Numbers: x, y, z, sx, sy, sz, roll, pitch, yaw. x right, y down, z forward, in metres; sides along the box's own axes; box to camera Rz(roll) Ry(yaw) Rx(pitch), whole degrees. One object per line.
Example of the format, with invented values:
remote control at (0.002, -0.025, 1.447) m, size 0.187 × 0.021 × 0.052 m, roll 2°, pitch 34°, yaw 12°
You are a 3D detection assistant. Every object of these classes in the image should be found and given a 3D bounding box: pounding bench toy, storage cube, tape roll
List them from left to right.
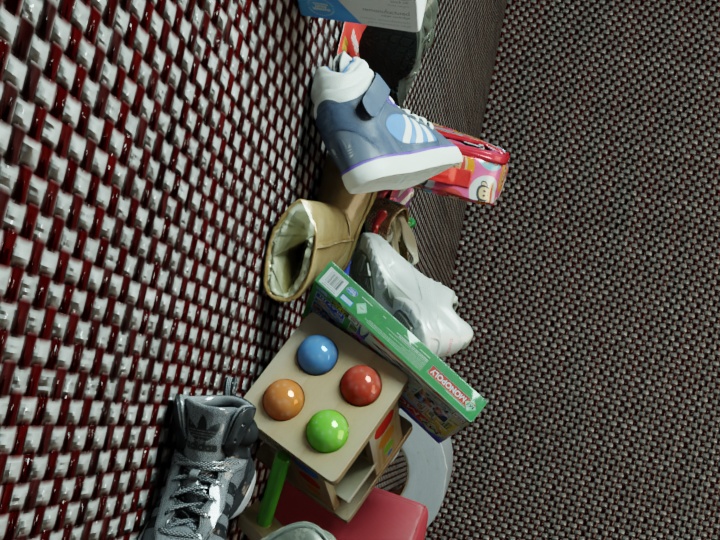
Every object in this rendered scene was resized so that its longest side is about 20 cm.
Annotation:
pounding bench toy at (-0.053, 0.174, 1.000) m, size 0.201 × 0.123 × 0.157 m, roll -52°, pitch 159°, yaw -20°
storage cube at (-0.035, 0.357, 1.131) m, size 0.181 × 0.196 × 0.173 m, roll -58°, pitch 159°, yaw -47°
tape roll at (0.014, 0.236, 1.251) m, size 0.066 × 0.196 × 0.205 m, roll -32°, pitch 132°, yaw -75°

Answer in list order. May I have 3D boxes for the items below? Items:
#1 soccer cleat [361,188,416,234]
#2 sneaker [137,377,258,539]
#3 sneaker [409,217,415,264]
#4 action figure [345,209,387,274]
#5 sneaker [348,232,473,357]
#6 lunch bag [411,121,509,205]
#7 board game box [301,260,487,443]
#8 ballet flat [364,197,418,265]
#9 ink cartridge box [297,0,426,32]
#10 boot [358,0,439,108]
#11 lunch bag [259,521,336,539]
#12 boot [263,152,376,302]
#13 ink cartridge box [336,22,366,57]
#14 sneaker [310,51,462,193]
soccer cleat at (0.032, -0.093, 1.404) m, size 0.073 × 0.067 × 0.204 m, roll 35°, pitch 66°, yaw -66°
sneaker at (-0.124, 0.160, 0.757) m, size 0.201 × 0.074 × 0.116 m, roll -72°, pitch 169°, yaw -65°
sneaker at (0.034, 0.009, 1.458) m, size 0.074 × 0.082 × 0.204 m, roll 13°, pitch 88°, yaw -80°
action figure at (0.000, 0.000, 1.221) m, size 0.099 × 0.064 × 0.204 m, roll 115°, pitch -16°, yaw -61°
sneaker at (0.055, 0.031, 1.118) m, size 0.201 × 0.098 × 0.079 m, roll 58°, pitch -43°, yaw 42°
lunch bag at (0.083, -0.136, 1.254) m, size 0.176 × 0.196 × 0.084 m, roll -41°, pitch 146°, yaw -75°
board game box at (0.028, 0.086, 1.014) m, size 0.029 × 0.199 × 0.135 m, roll -46°, pitch 174°, yaw -20°
ballet flat at (0.049, 0.005, 1.339) m, size 0.070 × 0.064 × 0.204 m, roll -25°, pitch 109°, yaw -50°
ink cartridge box at (-0.004, -0.287, 0.827) m, size 0.201 × 0.114 × 0.069 m, roll 75°, pitch 27°, yaw -67°
boot at (0.052, -0.277, 1.164) m, size 0.200 × 0.067 × 0.132 m, roll 101°, pitch 14°, yaw -71°
lunch bag at (-0.077, 0.308, 0.820) m, size 0.198 × 0.141 × 0.168 m, roll -32°, pitch 159°, yaw -5°
boot at (-0.035, -0.063, 1.044) m, size 0.200 × 0.065 × 0.179 m, roll -21°, pitch 121°, yaw -77°
ink cartridge box at (0.024, -0.304, 1.170) m, size 0.161 × 0.049 × 0.204 m, roll 60°, pitch 39°, yaw -75°
sneaker at (0.026, -0.164, 1.063) m, size 0.199 × 0.080 × 0.149 m, roll -15°, pitch 83°, yaw -53°
